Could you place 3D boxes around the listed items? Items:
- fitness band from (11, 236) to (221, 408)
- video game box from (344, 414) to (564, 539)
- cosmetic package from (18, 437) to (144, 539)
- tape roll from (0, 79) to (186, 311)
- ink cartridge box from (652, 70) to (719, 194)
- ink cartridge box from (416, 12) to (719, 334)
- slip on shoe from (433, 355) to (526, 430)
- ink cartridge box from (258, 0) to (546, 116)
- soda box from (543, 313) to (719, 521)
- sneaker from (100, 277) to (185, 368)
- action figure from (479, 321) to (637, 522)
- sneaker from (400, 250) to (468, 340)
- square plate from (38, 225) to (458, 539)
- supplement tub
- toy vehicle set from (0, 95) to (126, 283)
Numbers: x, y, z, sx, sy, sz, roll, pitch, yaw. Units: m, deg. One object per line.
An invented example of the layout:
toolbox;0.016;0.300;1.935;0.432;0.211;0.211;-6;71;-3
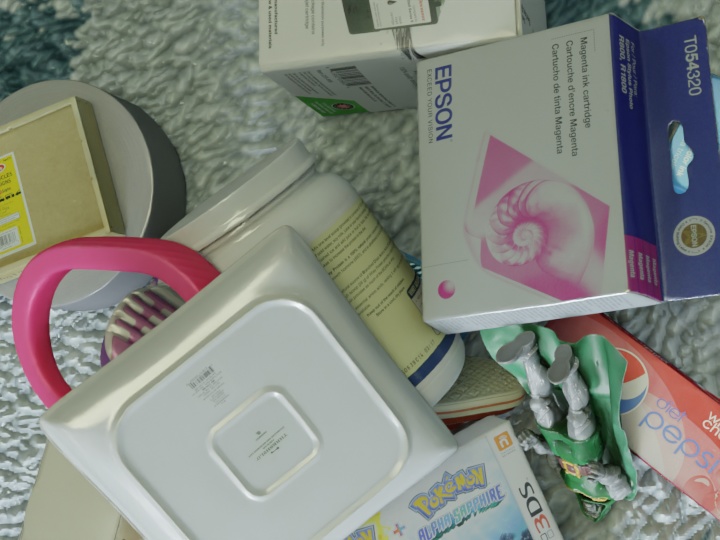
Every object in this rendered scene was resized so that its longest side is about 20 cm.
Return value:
fitness band;-0.162;0.048;0.800;0.200;0.037;0.144;2;107;32
video game box;0.057;0.231;0.844;0.200;0.047;0.182;-27;93;-14
cosmetic package;-0.157;0.184;0.839;0.071;0.200;0.105;9;79;20
tape roll;-0.258;-0.065;1.034;0.200;0.066;0.201;-2;85;17
ink cartridge box;0.314;-0.048;0.803;0.200;0.145;0.085;26;93;19
ink cartridge box;0.134;-0.068;0.774;0.200;0.043;0.197;-11;70;28
slip on shoe;0.036;0.117;0.927;0.200;0.074;0.061;-16;117;9
ink cartridge box;0.039;-0.184;0.907;0.200;0.146;0.084;-4;81;17
soda box;0.219;0.103;0.863;0.200;0.063;0.070;38;97;18
sneaker;-0.160;0.050;0.940;0.080;0.200;0.088;39;115;-7
action figure;0.152;0.118;0.828;0.118;0.200;0.055;21;61;41
sneaker;0.000;0.000;0.939;0.200;0.081;0.077;30;106;-2
square plate;-0.064;0.107;0.740;0.200;0.028;0.198;-39;108;-5
supplement tub;-0.035;0.022;0.831;0.145;0.145;0.200;-34;101;12
toy vehicle set;-0.307;-0.056;1.001;0.200;0.027;0.124;-19;79;15
